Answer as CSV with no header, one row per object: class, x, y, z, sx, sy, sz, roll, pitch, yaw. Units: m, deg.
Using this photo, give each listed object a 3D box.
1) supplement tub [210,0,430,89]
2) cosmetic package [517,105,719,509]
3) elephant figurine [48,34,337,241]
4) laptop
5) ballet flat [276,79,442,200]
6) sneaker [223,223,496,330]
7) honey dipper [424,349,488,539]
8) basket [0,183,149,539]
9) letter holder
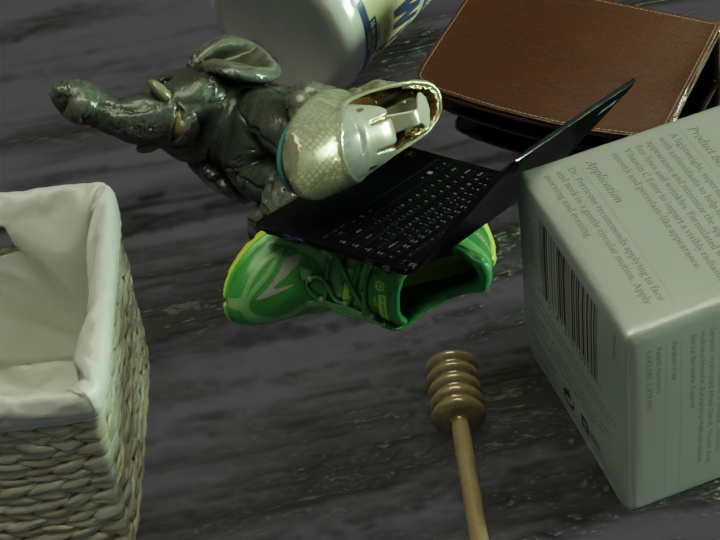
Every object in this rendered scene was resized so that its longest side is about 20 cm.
supplement tub,-0.013,-0.252,1.472,0.144,0.146,0.200,21,50,27
cosmetic package,0.223,0.014,1.145,0.198,0.166,0.165,-18,45,-9
elephant figurine,-0.102,-0.114,1.343,0.199,0.155,0.142,26,75,20
laptop,0.057,-0.078,1.219,0.199,0.104,0.177,17,31,30
ballet flat,0.005,-0.101,1.234,0.062,0.068,0.200,-8,16,24
sneaker,0.000,0.000,1.254,0.198,0.075,0.084,-12,31,-5
honey dipper,0.068,0.137,1.137,0.038,0.038,0.201,-7,46,1
basket,-0.243,0.070,1.150,0.196,0.162,0.201,-6,44,2
letter holder,0.156,-0.125,1.350,0.198,0.101,0.143,15,50,23
